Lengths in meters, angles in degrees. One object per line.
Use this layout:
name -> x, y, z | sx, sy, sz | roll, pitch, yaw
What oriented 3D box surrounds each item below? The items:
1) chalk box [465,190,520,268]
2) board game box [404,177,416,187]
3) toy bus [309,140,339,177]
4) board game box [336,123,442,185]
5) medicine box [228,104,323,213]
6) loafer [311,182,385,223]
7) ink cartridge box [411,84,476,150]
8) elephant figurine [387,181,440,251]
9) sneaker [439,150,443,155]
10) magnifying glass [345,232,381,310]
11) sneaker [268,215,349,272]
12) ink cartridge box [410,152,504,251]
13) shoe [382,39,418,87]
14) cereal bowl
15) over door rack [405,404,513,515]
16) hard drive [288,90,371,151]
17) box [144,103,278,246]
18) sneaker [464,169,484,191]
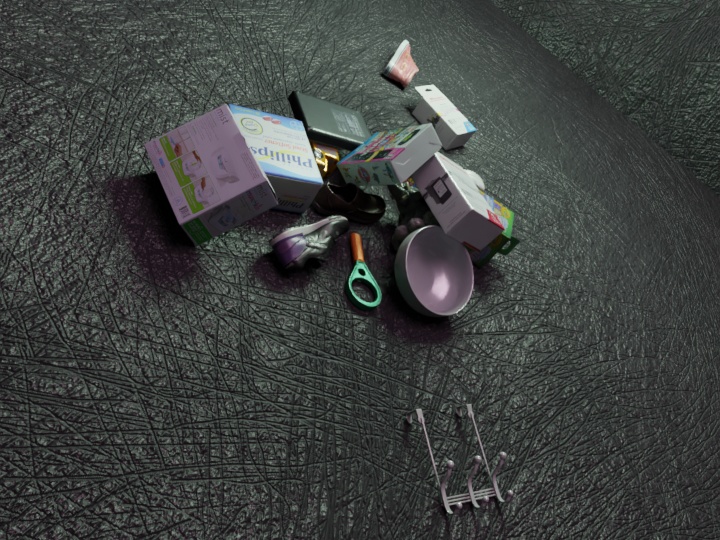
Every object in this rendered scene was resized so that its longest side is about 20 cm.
chalk box -> 0.299, -0.102, 1.728 | 0.200, 0.125, 0.124 | 33, 38, -6
board game box -> 0.128, -0.221, 1.726 | 0.019, 0.103, 0.200 | 17, 38, -58
toy bus -> -0.100, -0.289, 1.639 | 0.078, 0.065, 0.201 | 17, 43, -28
board game box -> 0.062, -0.256, 1.558 | 0.147, 0.200, 0.064 | -42, 115, -26
medicine box -> -0.199, -0.235, 1.474 | 0.182, 0.103, 0.201 | 6, 48, -35
loafer -> -0.015, -0.157, 1.571 | 0.199, 0.071, 0.073 | 0, 52, -39
ink cartridge box -> 0.237, -0.460, 2.074 | 0.200, 0.068, 0.115 | 51, 39, 14
elephant figurine -> 0.133, -0.140, 1.622 | 0.141, 0.156, 0.201 | -6, 47, 0
sneaker -> 0.196, -0.234, 1.759 | 0.200, 0.087, 0.076 | 50, 14, -32
magnifying glass -> 0.000, 0.000, 1.470 | 0.079, 0.022, 0.201 | 16, 43, -27
sneaker -> -0.091, -0.047, 1.406 | 0.200, 0.076, 0.088 | -22, 81, -43
ink cartridge box -> 0.213, -0.156, 1.550 | 0.145, 0.083, 0.200 | 21, 33, -46
shoe -> 0.139, -0.648, 2.185 | 0.091, 0.071, 0.200 | 34, 44, -9
cereal bowl -> 0.149, 0.007, 1.507 | 0.199, 0.083, 0.201 | 10, 73, -35
over door rack -> 0.185, 0.329, 1.258 | 0.147, 0.067, 0.201 | 4, 50, -37
hard drive -> -0.066, -0.348, 1.645 | 0.199, 0.033, 0.140 | 9, 48, -38
box -> -0.277, -0.181, 1.290 | 0.176, 0.097, 0.200 | -28, 65, -5
sneaker -> 0.247, -0.231, 1.870 | 0.199, 0.075, 0.087 | 11, 57, -22
